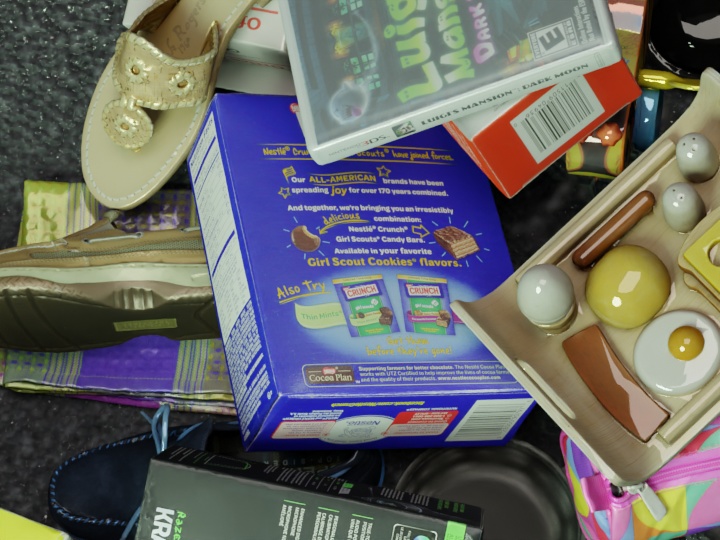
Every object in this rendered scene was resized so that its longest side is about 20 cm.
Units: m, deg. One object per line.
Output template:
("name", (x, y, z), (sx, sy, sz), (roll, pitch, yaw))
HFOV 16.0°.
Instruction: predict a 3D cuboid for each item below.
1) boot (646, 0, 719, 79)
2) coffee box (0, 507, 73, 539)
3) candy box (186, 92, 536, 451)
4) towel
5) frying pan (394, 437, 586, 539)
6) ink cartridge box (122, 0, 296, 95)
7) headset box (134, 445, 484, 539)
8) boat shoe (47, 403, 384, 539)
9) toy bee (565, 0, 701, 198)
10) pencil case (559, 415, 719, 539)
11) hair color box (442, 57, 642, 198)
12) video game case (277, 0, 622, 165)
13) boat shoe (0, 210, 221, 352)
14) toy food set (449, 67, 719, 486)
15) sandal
("boot", (0.270, -0.184, 1.523), (0.210, 0.158, 0.080), (-11, 68, 1))
("coffee box", (-0.268, 0.221, 1.397), (0.199, 0.198, 0.201), (20, 72, 12))
("candy box", (0.000, 0.000, 1.476), (0.168, 0.077, 0.201), (1, 60, -24))
("towel", (-0.118, 0.014, 1.557), (0.199, 0.023, 0.144), (5, 70, 7))
("frying pan", (0.094, 0.123, 1.491), (0.115, 0.031, 0.190), (33, 64, 13))
("ink cartridge box", (-0.071, -0.191, 1.578), (0.116, 0.067, 0.201), (11, 84, 22))
("headset box", (-0.030, 0.202, 1.403), (0.199, 0.093, 0.175), (12, 92, 3))
("boat shoe", (-0.088, 0.110, 1.492), (0.199, 0.069, 0.085), (-13, 69, 2))
("toy bee", (0.152, -0.096, 1.503), (0.130, 0.109, 0.201), (-14, 80, 6))
("pencil case", (0.211, 0.105, 1.447), (0.199, 0.088, 0.089), (-15, 68, -10))
("hair color box", (0.067, -0.142, 1.488), (0.101, 0.061, 0.200), (-38, 46, 1))
("video game case", (0.039, -0.174, 1.443), (0.181, 0.023, 0.201), (-19, 60, 12))
("boat shoe", (-0.153, 0.001, 1.525), (0.199, 0.072, 0.077), (0, 56, -5))
("toy food set", (0.166, 0.002, 1.398), (0.200, 0.060, 0.144), (-43, 65, -1))
("sandal", (-0.114, -0.139, 1.509), (0.077, 0.070, 0.212), (35, 92, 22))
